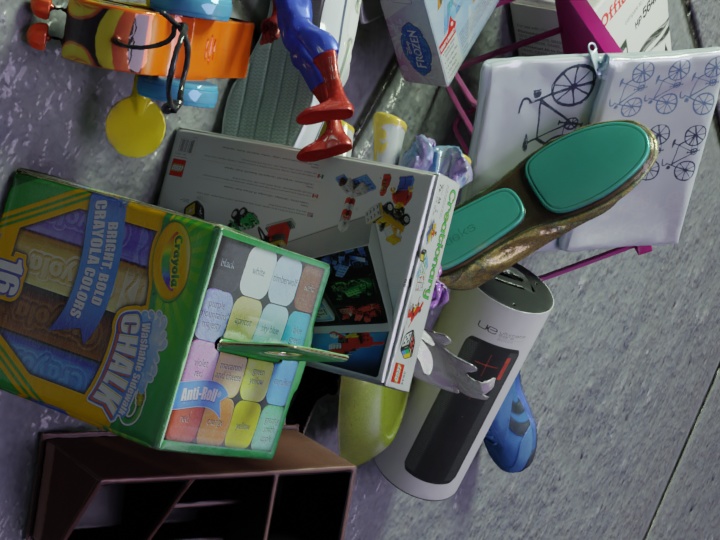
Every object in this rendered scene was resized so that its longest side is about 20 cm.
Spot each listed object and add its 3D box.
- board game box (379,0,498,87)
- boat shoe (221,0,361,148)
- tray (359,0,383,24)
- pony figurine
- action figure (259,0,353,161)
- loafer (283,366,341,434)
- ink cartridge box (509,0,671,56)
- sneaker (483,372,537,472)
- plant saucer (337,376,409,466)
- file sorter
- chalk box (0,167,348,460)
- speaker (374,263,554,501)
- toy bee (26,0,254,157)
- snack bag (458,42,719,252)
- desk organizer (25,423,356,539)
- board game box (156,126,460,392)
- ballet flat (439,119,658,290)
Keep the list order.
[{"bbox_3d":[0.065,-0.274,1.106,0.201,0.041,0.201,-59,146,-33],"label":"board game box"},{"bbox_3d":[-0.033,-0.138,1.035,0.067,0.073,0.202,23,84,-57],"label":"boat shoe"},{"bbox_3d":[0.047,-0.267,1.154,0.200,0.022,0.109,-39,136,-44],"label":"tray"},{"bbox_3d":[0.000,0.000,1.040,0.166,0.191,0.202,40,70,-61],"label":"pony figurine"},{"bbox_3d":[-0.045,-0.167,0.944,0.066,0.051,0.202,83,-4,-63],"label":"action figure"},{"bbox_3d":[-0.035,0.061,1.132,0.202,0.069,0.075,-64,148,-15],"label":"loafer"},{"bbox_3d":[0.214,-0.198,1.398,0.146,0.084,0.201,-52,144,-32],"label":"ink cartridge box"},{"bbox_3d":[0.112,0.118,1.412,0.078,0.066,0.202,-37,134,-29],"label":"sneaker"},{"bbox_3d":[0.021,0.054,1.189,0.200,0.031,0.203,10,90,-80],"label":"plant saucer"},{"bbox_3d":[0.145,-0.110,1.256,0.124,0.140,0.201,-19,132,-2],"label":"file sorter"},{"bbox_3d":[-0.104,0.033,0.878,0.124,0.198,0.125,20,88,-59],"label":"chalk box"},{"bbox_3d":[0.083,0.087,1.266,0.081,0.081,0.201,-20,141,-53],"label":"speaker"},{"bbox_3d":[-0.127,-0.140,0.878,0.200,0.107,0.133,77,26,-78],"label":"toy bee"},{"bbox_3d":[0.169,-0.087,1.176,0.197,0.022,0.190,-3,130,-14],"label":"snack bag"},{"bbox_3d":[-0.105,0.147,0.994,0.198,0.077,0.073,3,103,-39],"label":"desk organizer"},{"bbox_3d":[-0.045,-0.011,0.948,0.035,0.198,0.128,20,84,-58],"label":"board game box"},{"bbox_3d":[0.131,-0.046,1.149,0.199,0.071,0.071,-30,144,7],"label":"ballet flat"}]
